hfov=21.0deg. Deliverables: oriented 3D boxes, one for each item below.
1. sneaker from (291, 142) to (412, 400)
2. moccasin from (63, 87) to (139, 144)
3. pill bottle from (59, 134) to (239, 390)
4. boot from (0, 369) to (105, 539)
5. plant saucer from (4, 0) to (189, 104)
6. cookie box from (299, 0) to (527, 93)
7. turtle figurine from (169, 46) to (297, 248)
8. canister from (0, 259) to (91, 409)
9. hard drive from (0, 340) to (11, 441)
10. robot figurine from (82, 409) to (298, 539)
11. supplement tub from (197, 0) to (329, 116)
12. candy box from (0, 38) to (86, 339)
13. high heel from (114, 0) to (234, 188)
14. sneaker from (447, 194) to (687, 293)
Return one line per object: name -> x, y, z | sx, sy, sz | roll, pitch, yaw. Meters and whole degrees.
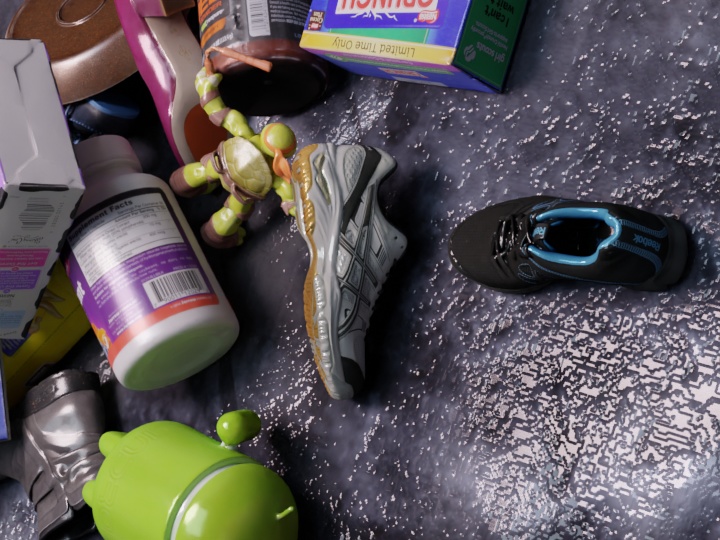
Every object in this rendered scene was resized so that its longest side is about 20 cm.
sneaker -> 0.000, 0.000, 1.505 | 0.076, 0.088, 0.200 | -160, 66, -77
moccasin -> -0.262, -0.144, 1.800 | 0.200, 0.080, 0.068 | 32, 103, 58
pill bottle -> -0.190, -0.010, 1.626 | 0.111, 0.111, 0.200 | -39, 67, 26
boot -> -0.290, 0.185, 1.712 | 0.200, 0.070, 0.132 | -36, 60, 33
plant saucer -> -0.248, -0.231, 1.771 | 0.200, 0.035, 0.200 | -18, 42, 17
cookie box -> 0.057, -0.252, 1.536 | 0.171, 0.075, 0.200 | 13, 85, 43
turtle figurine -> -0.087, -0.074, 1.581 | 0.064, 0.200, 0.161 | -47, 5, -38
canister -> -0.305, 0.022, 1.765 | 0.200, 0.086, 0.149 | -44, 53, 24
hard drive -> -0.411, 0.094, 1.688 | 0.200, 0.025, 0.132 | -7, 82, -4
robot figurine -> -0.131, 0.190, 1.529 | 0.200, 0.116, 0.176 | 21, 91, 44
supplement tub -> -0.086, -0.238, 1.641 | 0.107, 0.107, 0.200 | -25, 60, 34
candy box -> -0.306, -0.066, 1.633 | 0.200, 0.071, 0.168 | -61, 39, 42
high heel -> -0.165, -0.168, 1.690 | 0.096, 0.067, 0.200 | 7, 109, 56
sneaker -> 0.133, -0.026, 1.388 | 0.200, 0.082, 0.073 | -2, 76, 43
